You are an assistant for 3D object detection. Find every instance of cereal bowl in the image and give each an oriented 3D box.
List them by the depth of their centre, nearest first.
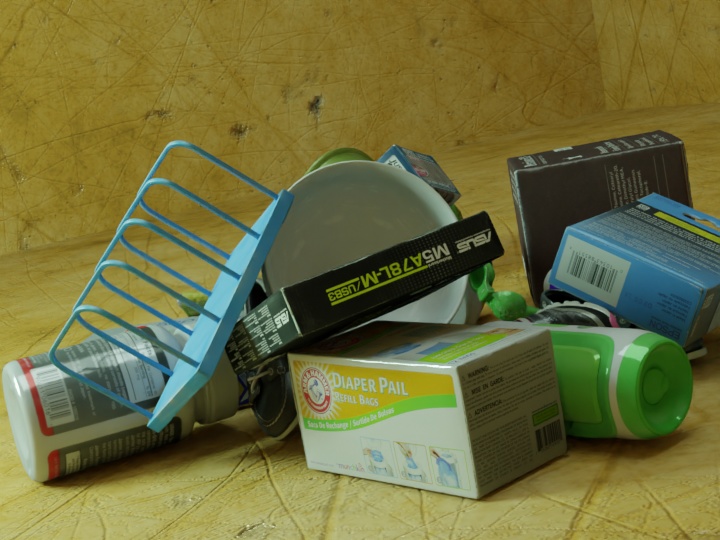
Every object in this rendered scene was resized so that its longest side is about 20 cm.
[{"bbox_3d":[0.000,0.000,1.293,0.199,0.202,0.083,-13,-16,-14],"label":"cereal bowl"}]

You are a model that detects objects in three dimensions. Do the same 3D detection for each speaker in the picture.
[{"bbox_3d":[0.166,0.087,1.084,0.088,0.089,0.199,-18,13,-39],"label":"speaker"}]

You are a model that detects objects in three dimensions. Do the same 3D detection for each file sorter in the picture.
[{"bbox_3d":[-0.166,0.009,1.171,0.139,0.122,0.201,-43,19,53],"label":"file sorter"}]

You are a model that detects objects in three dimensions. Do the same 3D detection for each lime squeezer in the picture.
[{"bbox_3d":[0.146,0.008,1.391,0.071,0.200,0.038,-42,-11,-25],"label":"lime squeezer"}]

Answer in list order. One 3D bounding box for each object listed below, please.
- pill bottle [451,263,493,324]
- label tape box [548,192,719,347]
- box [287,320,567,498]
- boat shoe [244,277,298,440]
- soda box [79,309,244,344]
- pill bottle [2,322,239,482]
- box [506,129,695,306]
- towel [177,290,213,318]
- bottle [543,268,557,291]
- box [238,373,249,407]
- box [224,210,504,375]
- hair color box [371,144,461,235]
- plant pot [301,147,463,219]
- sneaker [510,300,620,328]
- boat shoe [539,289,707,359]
[{"bbox_3d":[0.084,0.020,1.486,0.113,0.115,0.200,-8,10,12],"label":"pill bottle"},{"bbox_3d":[0.289,-0.005,1.264,0.144,0.064,0.199,27,26,28],"label":"label tape box"},{"bbox_3d":[0.049,0.104,1.070,0.112,0.102,0.199,-18,12,-40],"label":"box"},{"bbox_3d":[-0.089,0.081,1.278,0.067,0.057,0.201,-45,26,25],"label":"boat shoe"},{"bbox_3d":[-0.214,0.092,1.531,0.198,0.064,0.068,-9,9,9],"label":"soda box"},{"bbox_3d":[-0.223,0.117,1.252,0.199,0.115,0.114,-14,10,-23],"label":"pill bottle"},{"bbox_3d":[0.289,-0.066,1.611,0.198,0.166,0.166,-10,10,5],"label":"box"},{"bbox_3d":[-0.108,0.047,1.580,0.198,0.023,0.144,-7,-27,7],"label":"towel"},{"bbox_3d":[0.264,0.025,1.409,0.083,0.066,0.200,-8,8,-24],"label":"bottle"},{"bbox_3d":[-0.122,0.101,1.381,0.198,0.065,0.070,-13,10,-15],"label":"box"},{"bbox_3d":[-0.004,0.022,1.124,0.192,0.048,0.200,-24,-4,-25],"label":"box"},{"bbox_3d":[0.002,-0.039,1.409,0.200,0.061,0.100,-44,-19,18],"label":"hair color box"},{"bbox_3d":[0.036,-0.055,1.842,0.189,0.202,0.199,17,25,41],"label":"plant pot"},{"bbox_3d":[0.137,0.080,1.216,0.199,0.074,0.087,-11,8,29],"label":"sneaker"},{"bbox_3d":[0.242,0.053,1.279,0.072,0.062,0.199,-13,11,-34],"label":"boat shoe"}]
